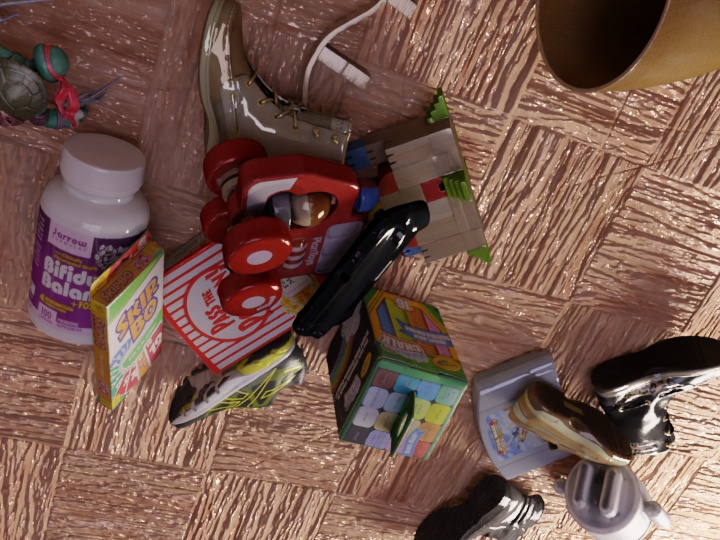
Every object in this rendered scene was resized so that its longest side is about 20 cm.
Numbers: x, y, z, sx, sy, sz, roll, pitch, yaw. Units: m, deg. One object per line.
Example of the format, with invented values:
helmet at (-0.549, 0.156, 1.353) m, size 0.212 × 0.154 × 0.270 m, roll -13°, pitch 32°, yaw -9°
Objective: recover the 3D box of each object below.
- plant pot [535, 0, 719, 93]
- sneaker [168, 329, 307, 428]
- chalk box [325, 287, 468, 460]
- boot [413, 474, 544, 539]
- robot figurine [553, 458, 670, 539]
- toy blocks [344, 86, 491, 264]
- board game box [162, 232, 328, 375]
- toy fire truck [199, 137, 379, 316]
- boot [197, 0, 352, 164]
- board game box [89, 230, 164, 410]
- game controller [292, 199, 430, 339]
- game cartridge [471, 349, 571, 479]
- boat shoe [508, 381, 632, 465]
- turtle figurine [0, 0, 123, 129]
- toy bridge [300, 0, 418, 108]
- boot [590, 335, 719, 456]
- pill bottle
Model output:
plant pot at (0.308, -0.264, 0.745) m, size 0.195 × 0.187 × 0.190 m, roll 0°, pitch 122°, yaw -25°
sneaker at (-0.152, 0.152, 0.951) m, size 0.197 × 0.075 × 0.085 m, roll -31°, pitch 122°, yaw 8°
chalk box at (0.043, 0.134, 0.903) m, size 0.121 × 0.202 × 0.127 m, roll 17°, pitch 118°, yaw -19°
boot at (0.188, 0.407, 1.176) m, size 0.199 × 0.071 × 0.131 m, roll -38°, pitch 130°, yaw 22°
robot figurine at (0.376, 0.349, 1.130) m, size 0.200 × 0.166 × 0.115 m, roll 44°, pitch 64°, yaw -49°
toy blocks at (0.058, -0.084, 0.851) m, size 0.133 × 0.101 × 0.203 m, roll -16°, pitch 122°, yaw 13°
board game box at (-0.135, 0.014, 0.888) m, size 0.197 × 0.047 × 0.153 m, roll -31°, pitch 121°, yaw 8°
toy fire truck at (-0.068, -0.049, 0.752) m, size 0.164 × 0.114 × 0.201 m, roll -11°, pitch 153°, yaw -20°
boot at (-0.082, -0.165, 0.754) m, size 0.150 × 0.073 × 0.204 m, roll 9°, pitch 126°, yaw 7°
board game box at (-0.249, 0.057, 0.808) m, size 0.029 × 0.096 × 0.203 m, roll 24°, pitch 136°, yaw 11°
game controller at (0.000, 0.000, 0.818) m, size 0.042 × 0.104 × 0.201 m, roll 45°, pitch 125°, yaw 8°
game cartridge at (0.232, 0.215, 1.087) m, size 0.130 × 0.042 × 0.203 m, roll -24°, pitch 122°, yaw -1°
boat shoe at (0.291, 0.225, 1.052) m, size 0.197 × 0.072 × 0.076 m, roll 32°, pitch 123°, yaw -16°
turtle figurine at (-0.337, -0.182, 0.708) m, size 0.195 × 0.102 × 0.152 m, roll -18°, pitch 123°, yaw 7°
toy bridge at (-0.019, -0.216, 0.785) m, size 0.066 × 0.027 × 0.202 m, roll 26°, pitch 113°, yaw -22°
boot at (0.438, 0.185, 1.084) m, size 0.195 × 0.074 × 0.153 m, roll -17°, pitch 121°, yaw 4°
pill bottle at (-0.284, -0.034, 0.793) m, size 0.109 × 0.113 × 0.204 m, roll 11°, pitch 118°, yaw -17°
